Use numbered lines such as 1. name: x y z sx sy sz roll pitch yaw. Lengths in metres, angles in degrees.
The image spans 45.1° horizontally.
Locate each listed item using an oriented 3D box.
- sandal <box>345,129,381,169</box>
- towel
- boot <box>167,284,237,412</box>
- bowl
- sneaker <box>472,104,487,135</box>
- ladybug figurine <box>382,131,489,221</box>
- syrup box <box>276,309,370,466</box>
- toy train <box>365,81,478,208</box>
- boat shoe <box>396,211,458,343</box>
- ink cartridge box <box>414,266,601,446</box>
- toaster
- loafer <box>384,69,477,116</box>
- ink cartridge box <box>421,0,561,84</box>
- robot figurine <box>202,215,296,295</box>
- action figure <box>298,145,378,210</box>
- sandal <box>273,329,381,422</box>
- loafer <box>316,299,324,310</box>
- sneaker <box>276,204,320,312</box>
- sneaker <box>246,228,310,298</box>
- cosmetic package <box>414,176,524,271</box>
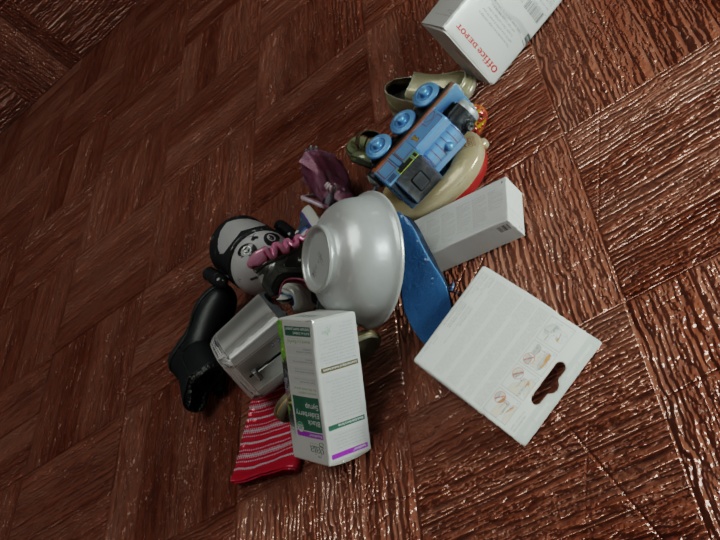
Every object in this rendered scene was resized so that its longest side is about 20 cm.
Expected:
1. sandal: 0.021 -0.210 1.491 0.201 0.080 0.058 -105 31 -74
2. towel: -0.133 0.233 1.358 0.144 0.022 0.201 -21 45 35
3. boot: -0.264 0.137 1.539 0.200 0.076 0.168 -57 31 4
4. bowl: -0.024 -0.016 1.231 0.201 0.090 0.202 -7 83 62
5. sneaker: 0.120 -0.213 1.432 0.200 0.073 0.077 -34 28 18
6. ladybug figurine: 0.123 -0.138 1.358 0.200 0.072 0.136 -32 40 25
7. syrup box: -0.050 0.158 1.191 0.079 0.081 0.201 0 98 49
8. toy train: 0.096 -0.194 1.307 0.200 0.087 0.114 -47 45 3
9. boat shoe: 0.093 0.010 1.231 0.084 0.069 0.201 -18 78 18
10. ink cartridge box: 0.187 0.109 1.107 0.200 0.047 0.160 36 88 38
11. toaster: -0.161 0.117 1.385 0.129 0.114 0.200 -39 22 -6
12. loafer: 0.115 -0.313 1.525 0.200 0.068 0.076 -5 56 46
13. ink cartridge box: 0.223 -0.437 1.447 0.200 0.146 0.086 -50 33 2
14. robot figurine: -0.201 -0.031 1.577 0.200 0.125 0.151 32 101 55
15. action figure: -0.044 -0.119 1.492 0.200 0.134 0.149 58 134 34
16. sandal: -0.041 0.165 1.274 0.200 0.080 0.054 -42 61 6
17. loafer: 0.000 0.000 1.367 0.200 0.072 0.063 -54 8 28
18. sneaker: -0.101 -0.014 1.487 0.146 0.081 0.200 -40 43 6
19. sneaker: -0.075 -0.017 1.379 0.199 0.096 0.079 -24 -9 -10
20. cosmetic package: 0.144 -0.056 1.279 0.200 0.051 0.083 -24 47 34
